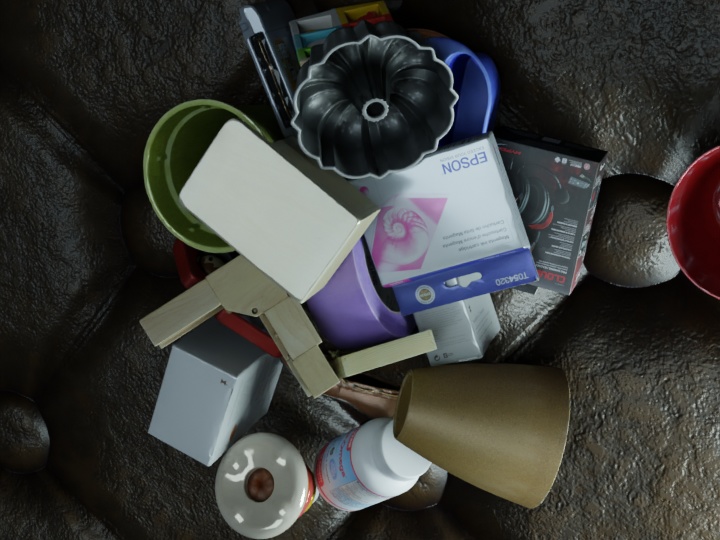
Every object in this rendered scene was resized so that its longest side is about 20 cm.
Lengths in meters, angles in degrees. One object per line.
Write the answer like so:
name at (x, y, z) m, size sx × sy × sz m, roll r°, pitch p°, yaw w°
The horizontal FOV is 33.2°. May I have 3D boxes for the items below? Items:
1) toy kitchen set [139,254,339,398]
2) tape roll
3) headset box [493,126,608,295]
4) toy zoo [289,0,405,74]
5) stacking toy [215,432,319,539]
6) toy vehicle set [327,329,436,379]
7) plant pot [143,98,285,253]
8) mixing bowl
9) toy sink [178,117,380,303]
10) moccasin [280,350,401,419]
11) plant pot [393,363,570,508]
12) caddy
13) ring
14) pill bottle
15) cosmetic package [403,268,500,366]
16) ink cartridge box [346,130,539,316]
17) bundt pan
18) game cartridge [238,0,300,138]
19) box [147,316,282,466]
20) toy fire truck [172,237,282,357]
toy kitchen set at (-0.153, 0.100, 1.567) m, size 0.179 × 0.163 × 0.201 m, roll -32°, pitch 91°, yaw -6°
tape roll at (0.000, 0.000, 1.607) m, size 0.084 × 0.200 × 0.202 m, roll -14°, pitch 101°, yaw 25°
headset box at (0.224, -0.069, 1.563) m, size 0.147 × 0.075 × 0.202 m, roll 16°, pitch 112°, yaw 16°
toy zoo at (-0.022, -0.302, 1.531) m, size 0.130 × 0.201 × 0.021 m, roll -13°, pitch 119°, yaw -1°
stacking toy at (-0.108, 0.318, 1.762) m, size 0.145 × 0.200 × 0.148 m, roll -5°, pitch 76°, yaw 23°
toy vehicle set at (0.020, 0.116, 1.603) m, size 0.123 × 0.200 × 0.027 m, roll -16°, pitch 85°, yaw -11°
plant pot at (-0.163, -0.145, 1.635) m, size 0.198 × 0.184 × 0.203 m, roll 6°, pitch 108°, yaw 20°
mixing bowl at (0.473, -0.070, 1.444) m, size 0.198 × 0.108 × 0.203 m, roll 7°, pitch 110°, yaw 20°
toy sink at (-0.097, -0.081, 1.464) m, size 0.199 × 0.112 × 0.131 m, roll 38°, pitch 108°, yaw 4°
moccasin at (-0.023, 0.151, 1.736) m, size 0.200 × 0.074 × 0.078 m, roll 27°, pitch 109°, yaw 13°
plant pot at (0.149, 0.199, 1.581) m, size 0.198 × 0.187 × 0.188 m, roll 13°, pitch 113°, yaw -8°
caddy at (0.099, -0.198, 1.535) m, size 0.140 × 0.105 × 0.202 m, roll 14°, pitch 111°, yaw 16°
ring at (0.077, -0.221, 1.607) m, size 0.198 × 0.019 × 0.203 m, roll 7°, pitch 109°, yaw 19°
pill bottle at (0.020, 0.269, 1.693) m, size 0.109 × 0.109 × 0.200 m, roll 52°, pitch 146°, yaw 0°
cosmetic package at (0.112, 0.013, 1.616) m, size 0.080 × 0.113 × 0.202 m, roll -13°, pitch 103°, yaw 23°
ink cartridge box at (0.103, -0.051, 1.513) m, size 0.194 × 0.043 × 0.202 m, roll -16°, pitch 102°, yaw 20°
bundt pan at (0.010, -0.211, 1.431) m, size 0.199 × 0.076 × 0.203 m, roll -7°, pitch 132°, yaw -8°
game cartridge at (-0.092, -0.260, 1.598) m, size 0.041 × 0.133 × 0.202 m, roll -18°, pitch 100°, yaw 26°
box at (-0.198, 0.158, 1.738) m, size 0.106 × 0.200 × 0.154 m, roll 25°, pitch 114°, yaw 13°
toy fire truck at (-0.175, 0.018, 1.686) m, size 0.199 × 0.169 × 0.112 m, roll 35°, pitch 118°, yaw -18°
